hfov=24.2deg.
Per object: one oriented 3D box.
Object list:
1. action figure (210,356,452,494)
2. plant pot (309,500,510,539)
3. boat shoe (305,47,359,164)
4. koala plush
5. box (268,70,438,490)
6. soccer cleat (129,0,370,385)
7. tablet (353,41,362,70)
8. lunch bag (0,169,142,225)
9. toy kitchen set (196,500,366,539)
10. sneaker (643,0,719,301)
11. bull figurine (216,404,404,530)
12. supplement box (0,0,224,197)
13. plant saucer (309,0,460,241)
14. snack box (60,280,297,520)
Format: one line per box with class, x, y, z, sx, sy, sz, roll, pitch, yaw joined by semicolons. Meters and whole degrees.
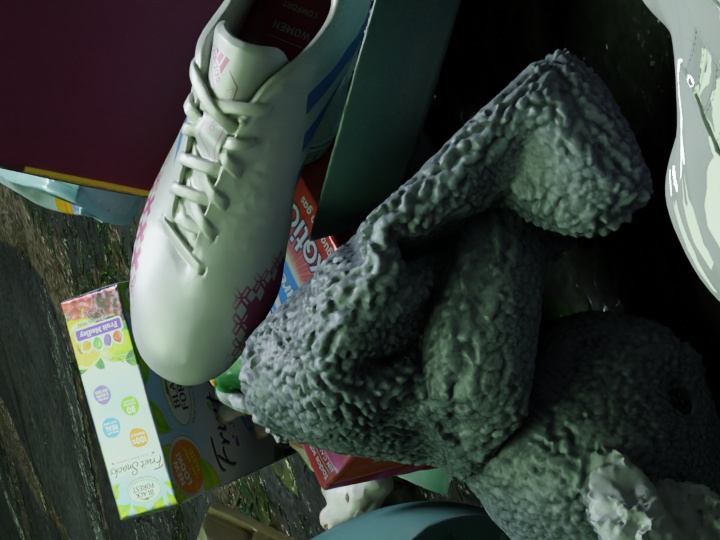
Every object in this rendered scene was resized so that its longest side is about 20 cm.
action figure;-0.037;0.060;0.993;0.198;0.054;0.120;8;104;38
plant pot;0.033;0.210;0.851;0.161;0.199;0.202;-48;60;52
boat shoe;-0.024;-0.152;0.850;0.065;0.073;0.202;125;146;-55
koala plush;0.072;0.053;0.691;0.200;0.184;0.177;48;173;1
box;0.000;0.000;0.870;0.096;0.099;0.201;-53;53;42
soccer cleat;-0.055;-0.053;0.698;0.086;0.069;0.202;38;-109;-74
tablet;-0.074;-0.110;1.021;0.199;0.014;0.131;26;131;33
lunch bag;-0.192;-0.125;1.188;0.172;0.121;0.200;-68;22;-4
toy kitchen set;-0.057;0.255;1.023;0.162;0.181;0.201;25;142;3
sneaker;0.139;-0.062;0.535;0.100;0.074;0.202;153;101;-70
bull figurine;-0.036;0.064;1.063;0.120;0.065;0.203;-4;94;35
supplement box;-0.131;-0.093;0.831;0.200;0.129;0.105;-168;89;-77
plant saucer;0.020;-0.106;0.754;0.200;0.036;0.202;-163;90;-89
snack box;-0.109;0.073;1.127;0.052;0.200;0.144;-18;87;25
